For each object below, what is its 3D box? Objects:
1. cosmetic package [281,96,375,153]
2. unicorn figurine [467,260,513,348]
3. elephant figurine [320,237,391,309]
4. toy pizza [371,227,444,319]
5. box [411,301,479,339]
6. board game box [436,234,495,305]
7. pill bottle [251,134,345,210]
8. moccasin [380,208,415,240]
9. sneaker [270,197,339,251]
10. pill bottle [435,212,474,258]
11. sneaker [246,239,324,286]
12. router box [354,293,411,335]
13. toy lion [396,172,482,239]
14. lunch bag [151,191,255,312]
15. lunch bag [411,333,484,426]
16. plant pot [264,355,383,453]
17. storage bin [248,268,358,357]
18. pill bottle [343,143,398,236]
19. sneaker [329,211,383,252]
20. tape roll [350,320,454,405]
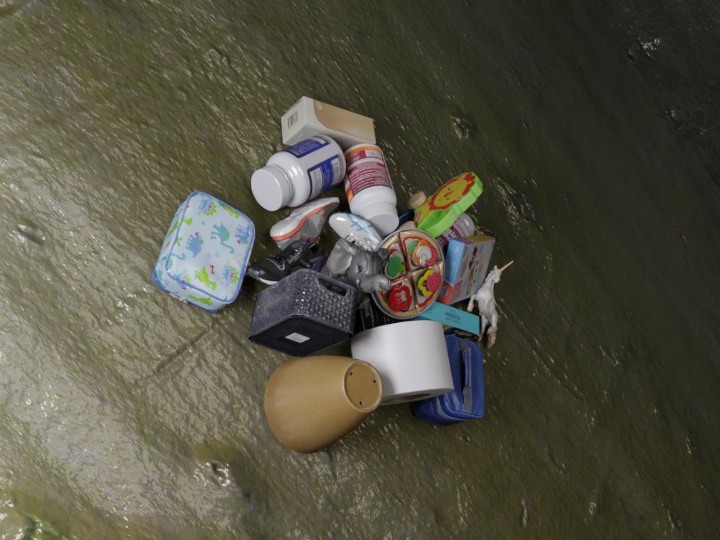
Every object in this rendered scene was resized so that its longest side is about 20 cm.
[{"bbox_3d":[-0.073,-0.324,1.554,0.198,0.105,0.072,9,66,-38],"label":"cosmetic package"},{"bbox_3d":[0.323,0.085,1.706,0.138,0.073,0.202,-50,147,-45],"label":"unicorn figurine"},{"bbox_3d":[0.000,0.000,1.349,0.141,0.200,0.156,-28,76,-45],"label":"elephant figurine"},{"bbox_3d":[0.108,0.009,1.462,0.198,0.032,0.203,-6,102,-28],"label":"toy pizza"},{"bbox_3d":[0.185,0.117,1.596,0.198,0.082,0.050,19,62,-32],"label":"box"},{"bbox_3d":[0.259,-0.006,1.646,0.199,0.040,0.155,-10,117,-58],"label":"board game box"},{"bbox_3d":[-0.134,-0.206,1.442,0.199,0.119,0.120,-35,95,-43],"label":"pill bottle"},{"bbox_3d":[0.096,-0.091,1.611,0.199,0.080,0.069,-35,96,-42],"label":"moccasin"},{"bbox_3d":[-0.114,-0.094,1.457,0.200,0.077,0.083,-38,116,-37],"label":"sneaker"},{"bbox_3d":[0.203,-0.068,1.668,0.113,0.112,0.200,55,48,-7],"label":"pill bottle"},{"bbox_3d":[-0.147,-0.024,1.349,0.199,0.075,0.088,-5,119,-57],"label":"sneaker"},{"bbox_3d":[0.034,0.057,1.509,0.148,0.051,0.202,5,65,-38],"label":"router box"},{"bbox_3d":[0.191,-0.146,1.551,0.069,0.190,0.201,51,37,-23],"label":"toy lion"},{"bbox_3d":[-0.289,-0.032,1.265,0.160,0.082,0.202,27,56,-27],"label":"lunch bag"},{"bbox_3d":[0.206,0.242,1.524,0.135,0.132,0.202,18,62,-34],"label":"lunch bag"},{"bbox_3d":[-0.054,0.238,1.267,0.185,0.199,0.189,15,63,-33],"label":"plant pot"},{"bbox_3d":[-0.111,0.087,1.281,0.134,0.199,0.095,23,58,-30],"label":"storage bin"},{"bbox_3d":[0.022,-0.183,1.541,0.109,0.110,0.202,11,51,-36],"label":"pill bottle"},{"bbox_3d":[0.011,-0.053,1.463,0.199,0.072,0.073,39,47,-13],"label":"sneaker"},{"bbox_3d":[0.085,0.197,1.398,0.201,0.202,0.141,5,68,-38],"label":"tape roll"}]
